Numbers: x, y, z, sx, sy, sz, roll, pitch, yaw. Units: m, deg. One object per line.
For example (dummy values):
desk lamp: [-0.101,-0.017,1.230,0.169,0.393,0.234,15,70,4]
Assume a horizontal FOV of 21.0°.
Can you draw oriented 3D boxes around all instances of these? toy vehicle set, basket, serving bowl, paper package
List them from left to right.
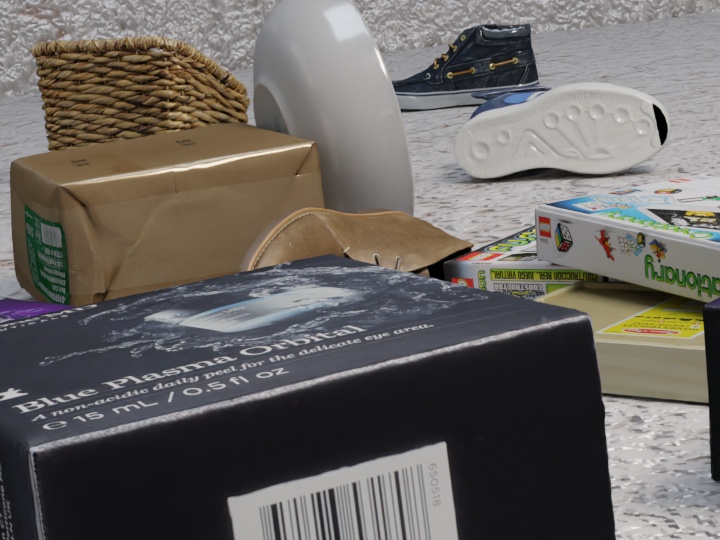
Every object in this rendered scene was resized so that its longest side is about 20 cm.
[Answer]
basket: [-0.212,-0.169,1.956,0.199,0.150,0.142,0,13,36]
paper package: [-0.133,-0.033,1.322,0.189,0.104,0.200,-11,12,-18]
serving bowl: [-0.031,-0.101,1.378,0.065,0.201,0.200,-18,14,-17]
toy vehicle set: [0.164,0.035,0.994,0.199,0.027,0.124,3,14,40]

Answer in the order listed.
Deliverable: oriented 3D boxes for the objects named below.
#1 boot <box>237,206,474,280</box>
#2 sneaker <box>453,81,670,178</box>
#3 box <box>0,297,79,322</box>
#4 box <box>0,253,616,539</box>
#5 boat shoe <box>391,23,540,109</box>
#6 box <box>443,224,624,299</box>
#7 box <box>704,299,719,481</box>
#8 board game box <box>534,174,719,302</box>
boot: [0.000,0.000,1.180,0.075,0.074,0.200,13,18,33]
sneaker: [0.189,-0.133,1.699,0.199,0.081,0.146,-8,14,26]
box: [-0.157,0.069,0.884,0.199,0.079,0.141,5,18,45]
box: [-0.046,0.076,0.676,0.196,0.118,0.200,-12,11,-25]
boat shoe: [0.113,-0.241,2.282,0.199,0.092,0.071,-3,11,20]
box: [0.150,-0.009,1.209,0.109,0.035,0.200,1,13,35]
box: [0.250,0.030,0.802,0.140,0.079,0.200,5,15,36]
board game box: [0.202,-0.017,1.055,0.126,0.035,0.200,-11,14,-28]
